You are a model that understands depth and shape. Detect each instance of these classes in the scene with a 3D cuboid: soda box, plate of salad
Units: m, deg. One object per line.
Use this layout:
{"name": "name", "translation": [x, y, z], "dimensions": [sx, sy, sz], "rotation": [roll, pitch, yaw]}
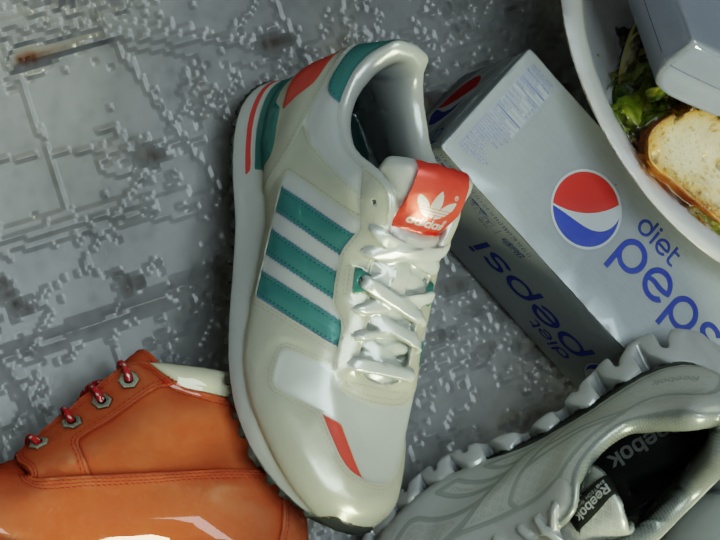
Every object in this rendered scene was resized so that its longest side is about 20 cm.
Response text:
{"name": "soda box", "translation": [0.103, 0.003, 1.193], "dimensions": [0.200, 0.068, 0.063], "rotation": [47, 69, -11]}
{"name": "plate of salad", "translation": [0.163, -0.088, 1.211], "dimensions": [0.199, 0.048, 0.201], "rotation": [23, 52, -33]}

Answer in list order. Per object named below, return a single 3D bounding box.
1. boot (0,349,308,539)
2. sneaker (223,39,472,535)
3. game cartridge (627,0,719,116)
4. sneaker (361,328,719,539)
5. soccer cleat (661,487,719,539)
{"name": "boot", "translation": [-0.114, 0.082, 1.094], "dimensions": [0.199, 0.075, 0.108], "rotation": [7, 71, -25]}
{"name": "sneaker", "translation": [0.000, 0.000, 1.108], "dimensions": [0.070, 0.093, 0.201], "rotation": [17, 58, -38]}
{"name": "game cartridge", "translation": [0.184, -0.119, 1.186], "dimensions": [0.199, 0.041, 0.134], "rotation": [3, 57, -40]}
{"name": "sneaker", "translation": [0.072, 0.101, 1.130], "dimensions": [0.200, 0.081, 0.075], "rotation": [-39, 104, 8]}
{"name": "soccer cleat", "translation": [0.114, 0.173, 1.171], "dimensions": [0.086, 0.070, 0.201], "rotation": [30, 73, -29]}
